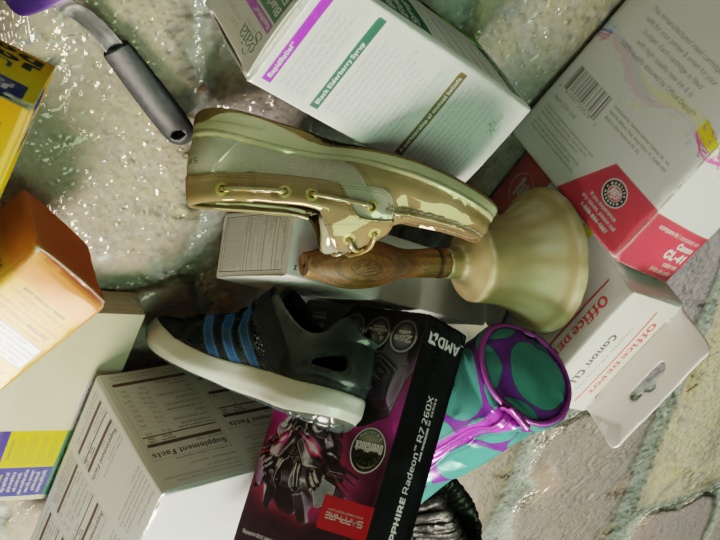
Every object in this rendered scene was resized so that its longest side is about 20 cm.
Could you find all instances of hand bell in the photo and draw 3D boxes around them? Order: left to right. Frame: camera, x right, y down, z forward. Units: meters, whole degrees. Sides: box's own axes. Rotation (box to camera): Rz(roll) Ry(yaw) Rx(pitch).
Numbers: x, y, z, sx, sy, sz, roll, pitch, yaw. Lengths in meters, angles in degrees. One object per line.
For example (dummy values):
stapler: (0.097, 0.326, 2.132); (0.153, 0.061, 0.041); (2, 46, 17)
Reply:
hand bell: (0.049, -0.006, 0.771); (0.197, 0.105, 0.105); (-1, 133, -32)

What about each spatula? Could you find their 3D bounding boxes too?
spatula: (-0.147, -0.133, 0.641); (0.056, 0.021, 0.200); (-24, 144, 11)

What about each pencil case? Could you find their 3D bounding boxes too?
pencil case: (0.061, 0.118, 0.831); (0.085, 0.093, 0.200); (41, 131, -7)

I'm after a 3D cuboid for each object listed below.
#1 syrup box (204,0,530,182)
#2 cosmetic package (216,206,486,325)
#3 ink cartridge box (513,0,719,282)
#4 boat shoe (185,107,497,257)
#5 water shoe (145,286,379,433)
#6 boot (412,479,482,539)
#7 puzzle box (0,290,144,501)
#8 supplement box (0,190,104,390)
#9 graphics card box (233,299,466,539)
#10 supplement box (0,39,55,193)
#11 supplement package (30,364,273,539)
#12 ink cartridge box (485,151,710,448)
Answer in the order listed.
syrup box: (0.009, -0.131, 0.698); (0.082, 0.079, 0.199); (-47, 138, 18)
cosmetic package: (0.000, 0.000, 0.823); (0.198, 0.082, 0.052); (15, 80, -42)
ink cartridge box: (0.227, -0.117, 0.799); (0.085, 0.149, 0.200); (21, 119, -44)
boat shoe: (-0.014, -0.043, 0.706); (0.197, 0.068, 0.074); (15, 173, -2)
water shoe: (-0.066, 0.050, 0.786); (0.071, 0.198, 0.080); (33, 77, -52)
boot: (0.008, 0.228, 1.029); (0.156, 0.081, 0.210); (-13, 158, 27)
puzzle box: (-0.248, 0.094, 0.811); (0.131, 0.026, 0.201); (4, 129, -36)
supplement box: (-0.254, 0.046, 0.687); (0.199, 0.067, 0.069); (-39, 134, 6)
graphics card box: (-0.010, 0.125, 0.777); (0.051, 0.124, 0.203); (30, 73, -42)
supplement box: (-0.244, -0.027, 0.563); (0.108, 0.110, 0.202); (25, 104, -17)
supplement package: (-0.145, 0.180, 0.878); (0.154, 0.111, 0.201); (-6, 136, -43)
ink cartridge box: (0.159, 0.021, 0.857); (0.067, 0.201, 0.117); (14, 124, -41)
